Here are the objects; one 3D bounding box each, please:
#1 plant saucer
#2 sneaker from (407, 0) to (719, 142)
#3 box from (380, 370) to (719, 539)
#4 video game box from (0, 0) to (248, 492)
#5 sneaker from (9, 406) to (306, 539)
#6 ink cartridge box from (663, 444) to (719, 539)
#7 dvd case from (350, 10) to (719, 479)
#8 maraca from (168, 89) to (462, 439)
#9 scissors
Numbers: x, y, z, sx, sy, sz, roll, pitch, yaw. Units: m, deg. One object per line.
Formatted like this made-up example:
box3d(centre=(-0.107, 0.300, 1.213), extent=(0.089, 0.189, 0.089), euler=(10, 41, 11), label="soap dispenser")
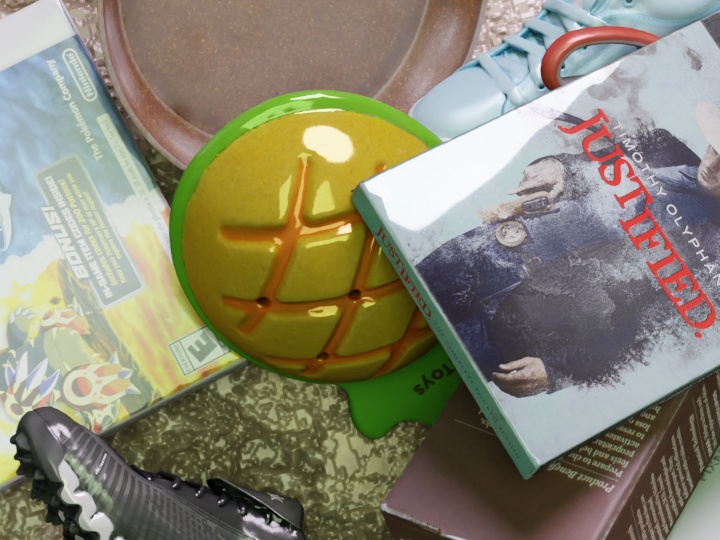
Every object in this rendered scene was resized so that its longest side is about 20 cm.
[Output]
box3d(centre=(-0.034, -0.134, 1.013), extent=(0.200, 0.034, 0.201), euler=(-10, 112, -26), label="plant saucer")
box3d(centre=(0.106, -0.116, 1.026), extent=(0.200, 0.074, 0.082), euler=(-26, 129, -16), label="sneaker")
box3d(centre=(0.106, 0.063, 0.976), extent=(0.100, 0.075, 0.200), euler=(20, 60, 30), label="box")
box3d(centre=(-0.178, -0.003, 1.023), extent=(0.182, 0.047, 0.200), euler=(-28, 86, -4), label="video game box")
box3d(centre=(-0.074, 0.124, 0.999), extent=(0.091, 0.066, 0.200), euler=(-45, 105, -17), label="sneaker")
box3d(centre=(0.140, 0.129, 0.973), extent=(0.200, 0.050, 0.162), euler=(36, 70, 19), label="ink cartridge box")
box3d(centre=(0.116, -0.016, 0.940), extent=(0.200, 0.022, 0.146), euler=(-25, 75, -23), label="dvd case")
box3d(centre=(0.000, 0.000, 0.995), extent=(0.137, 0.107, 0.200), euler=(-39, 121, 12), label="maraca")
box3d(centre=(0.171, -0.078, 1.024), extent=(0.200, 0.014, 0.073), euler=(0, 114, -23), label="scissors")
